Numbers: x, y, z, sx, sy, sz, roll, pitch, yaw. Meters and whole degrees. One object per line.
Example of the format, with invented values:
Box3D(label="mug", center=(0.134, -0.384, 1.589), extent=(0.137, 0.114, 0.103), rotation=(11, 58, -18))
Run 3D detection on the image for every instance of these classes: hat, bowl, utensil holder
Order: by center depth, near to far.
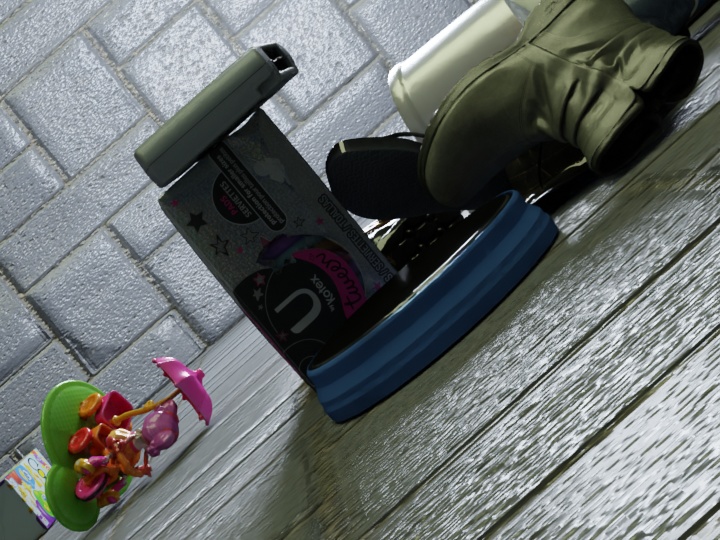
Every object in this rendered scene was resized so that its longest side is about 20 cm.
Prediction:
Box3D(label="bowl", center=(0.044, 0.020, 0.911), extent=(0.200, 0.039, 0.201), rotation=(-41, 4, 4))
Box3D(label="hat", center=(0.147, -0.112, 1.041), extent=(0.200, 0.081, 0.201), rotation=(-42, 4, 4))
Box3D(label="utensil holder", center=(0.161, -0.233, 1.635), extent=(0.199, 0.171, 0.170), rotation=(-35, 6, 25))

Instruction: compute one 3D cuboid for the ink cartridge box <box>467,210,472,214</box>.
Box3D(label="ink cartridge box", center=(0.169, -0.151, 1.347), extent=(0.116, 0.067, 0.200), rotation=(-36, 7, 46))

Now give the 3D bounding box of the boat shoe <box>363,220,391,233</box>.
Box3D(label="boat shoe", center=(0.000, 0.000, 1.293), extent=(0.200, 0.071, 0.070), rotation=(-43, 1, -24))

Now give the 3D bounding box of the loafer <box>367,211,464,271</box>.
Box3D(label="loafer", center=(0.009, 0.006, 1.221), extent=(0.199, 0.068, 0.070), rotation=(-37, -4, -8))

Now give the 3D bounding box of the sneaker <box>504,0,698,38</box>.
Box3D(label="sneaker", center=(0.235, -0.265, 1.262), extent=(0.147, 0.081, 0.200), rotation=(-47, 38, -1))

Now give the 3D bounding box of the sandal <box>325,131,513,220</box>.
Box3D(label="sandal", center=(0.053, -0.081, 1.120), extent=(0.198, 0.043, 0.077), rotation=(1, -45, -33))

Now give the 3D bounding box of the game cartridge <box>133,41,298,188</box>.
Box3D(label="game cartridge", center=(-0.111, -0.121, 1.052), extent=(0.132, 0.042, 0.200), rotation=(-36, 7, 7))

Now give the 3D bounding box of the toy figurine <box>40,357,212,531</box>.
Box3D(label="toy figurine", center=(-0.254, 0.179, 1.543), extent=(0.183, 0.150, 0.201), rotation=(-28, 31, 27))

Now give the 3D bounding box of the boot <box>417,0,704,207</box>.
Box3D(label="boot", center=(0.131, -0.102, 0.927), extent=(0.201, 0.067, 0.131), rotation=(-50, 43, 12))

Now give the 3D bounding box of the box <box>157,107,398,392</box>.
Box3D(label="box", center=(-0.062, -0.014, 1.103), extent=(0.115, 0.201, 0.132), rotation=(-41, 5, -4))

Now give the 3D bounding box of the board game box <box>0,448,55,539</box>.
Box3D(label="board game box", center=(-0.538, 0.372, 2.139), extent=(0.103, 0.105, 0.200), rotation=(-39, 5, 3))

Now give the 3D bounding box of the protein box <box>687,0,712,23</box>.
Box3D(label="protein box", center=(0.259, -0.326, 1.434), extent=(0.135, 0.199, 0.200), rotation=(-41, 4, -15))
